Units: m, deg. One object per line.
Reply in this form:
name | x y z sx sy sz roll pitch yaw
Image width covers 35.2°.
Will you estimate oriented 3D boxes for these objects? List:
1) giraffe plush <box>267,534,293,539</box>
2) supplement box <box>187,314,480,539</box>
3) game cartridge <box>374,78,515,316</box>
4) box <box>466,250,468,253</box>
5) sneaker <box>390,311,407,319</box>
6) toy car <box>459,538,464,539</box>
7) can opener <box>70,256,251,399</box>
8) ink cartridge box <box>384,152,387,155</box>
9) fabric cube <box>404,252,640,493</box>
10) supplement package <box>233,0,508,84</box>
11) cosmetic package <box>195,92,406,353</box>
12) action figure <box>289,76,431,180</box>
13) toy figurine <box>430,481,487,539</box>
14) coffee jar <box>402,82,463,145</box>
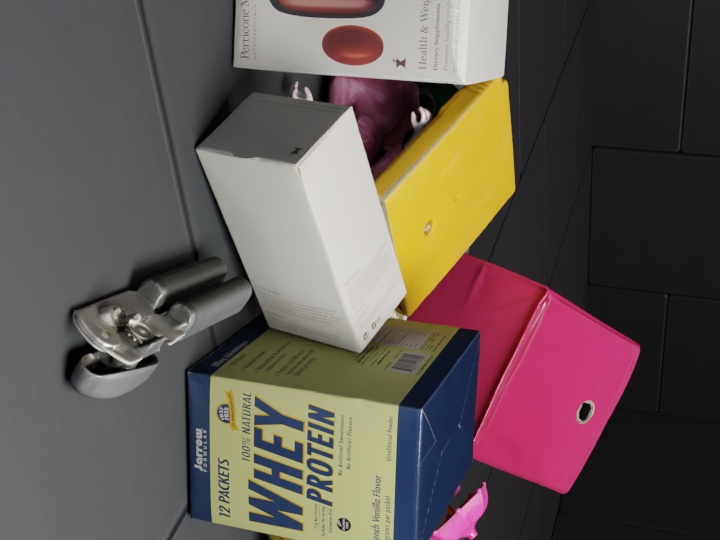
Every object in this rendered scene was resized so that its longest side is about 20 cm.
giraffe plush | -0.051 0.327 1.066 0.162 0.200 0.173 -47 155 -13
supplement box | -0.017 0.130 0.984 0.200 0.199 0.135 -38 132 -66
game cartridge | 0.084 -0.078 1.112 0.200 0.032 0.177 -49 148 -27
box | 0.092 0.009 1.511 0.117 0.060 0.201 71 30 -54
sneaker | 0.000 0.000 1.215 0.089 0.077 0.201 -33 120 -62
toy car | 0.063 0.389 1.448 0.200 0.174 0.150 71 -4 -53
can opener | -0.147 0.040 0.821 0.067 0.053 0.200 -54 171 18
ink cartridge box | 0.075 -0.081 1.383 0.200 0.084 0.147 -59 150 -51
fabric cube | 0.154 0.105 1.274 0.199 0.200 0.197 28 90 -44
supplement package | 0.015 -0.259 0.942 0.147 0.199 0.192 -30 124 -68
cosmetic package | -0.044 -0.037 0.935 0.085 0.107 0.201 -50 140 -35
action figure | -0.013 -0.130 1.105 0.149 0.133 0.201 117 -7 -48
toy figurine | 0.052 0.231 1.265 0.150 0.183 0.201 -37 131 -66
coffee jar | 0.081 -0.185 1.236 0.085 0.104 0.201 2 74 -49
